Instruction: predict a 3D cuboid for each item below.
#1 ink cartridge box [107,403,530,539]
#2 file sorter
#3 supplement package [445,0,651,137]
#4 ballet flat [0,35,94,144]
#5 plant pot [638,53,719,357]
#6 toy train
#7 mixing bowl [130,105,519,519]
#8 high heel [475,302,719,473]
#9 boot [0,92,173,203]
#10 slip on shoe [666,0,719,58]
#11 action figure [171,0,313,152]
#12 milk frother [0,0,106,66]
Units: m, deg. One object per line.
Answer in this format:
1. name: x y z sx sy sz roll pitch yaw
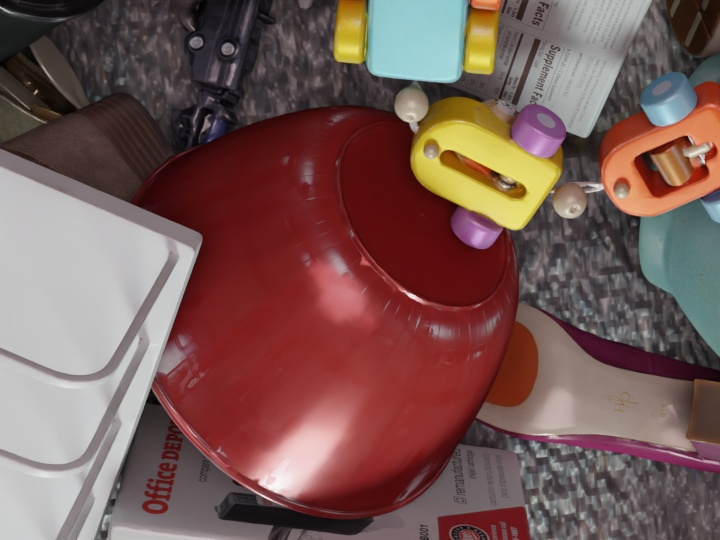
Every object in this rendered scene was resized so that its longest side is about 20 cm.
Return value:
1. ink cartridge box: -0.023 0.139 0.964 0.198 0.144 0.085 7 109 -2
2. file sorter: -0.172 0.066 0.836 0.138 0.125 0.201 22 121 -1
3. supplement package: 0.101 -0.195 0.917 0.110 0.156 0.201 21 66 2
4. ballet flat: -0.198 -0.118 0.992 0.200 0.068 0.062 41 119 -10
5. plant pot: 0.217 -0.031 0.963 0.133 0.200 0.202 20 92 25
6. toy train: 0.078 -0.090 0.847 0.150 0.056 0.200 -28 118 24
7. mixing bowl: 0.000 0.000 0.916 0.200 0.200 0.108 47 132 -3
8. high heel: 0.121 0.066 1.030 0.198 0.096 0.068 17 84 19
9. boot: -0.119 0.018 0.961 0.200 0.070 0.146 52 61 -19
10. slip on shoe: 0.202 -0.171 0.945 0.060 0.200 0.077 -13 64 -14
11. action figure: -0.093 -0.155 0.978 0.192 0.105 0.202 7 86 10
12. milk frother: -0.161 -0.131 0.892 0.199 0.187 0.182 31 53 -30
